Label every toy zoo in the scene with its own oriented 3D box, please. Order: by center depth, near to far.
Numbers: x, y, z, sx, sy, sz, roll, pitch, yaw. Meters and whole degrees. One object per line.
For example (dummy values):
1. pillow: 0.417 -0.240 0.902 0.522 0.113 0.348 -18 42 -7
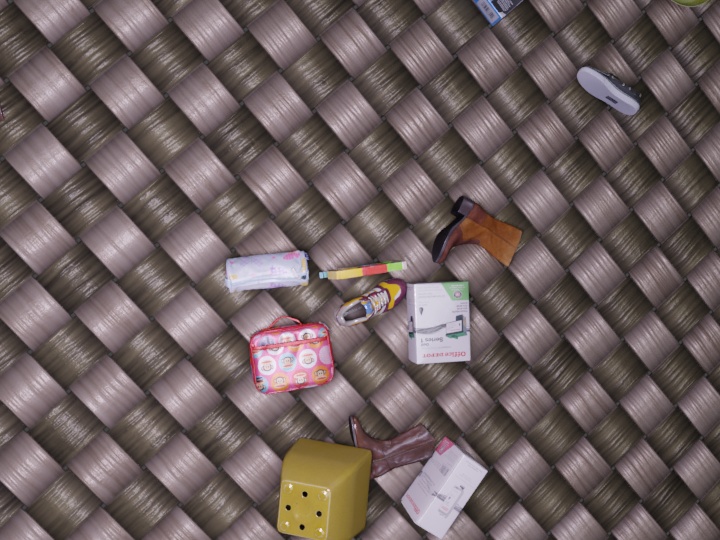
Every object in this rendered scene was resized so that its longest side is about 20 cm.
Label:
1. toy zoo: 0.000 0.000 1.537 0.199 0.131 0.021 -9 93 -11

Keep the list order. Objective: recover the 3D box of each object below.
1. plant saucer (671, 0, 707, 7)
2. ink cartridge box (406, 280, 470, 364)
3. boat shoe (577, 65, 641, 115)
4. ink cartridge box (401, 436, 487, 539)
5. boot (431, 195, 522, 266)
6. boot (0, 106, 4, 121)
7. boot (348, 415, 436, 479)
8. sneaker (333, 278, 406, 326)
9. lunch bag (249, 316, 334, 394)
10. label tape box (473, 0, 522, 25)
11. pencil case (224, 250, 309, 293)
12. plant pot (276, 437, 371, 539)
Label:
1. plant saucer: 0.879 -0.810 1.730 0.199 0.031 0.201 0 92 -10
2. ink cartridge box: 0.195 0.129 1.600 0.145 0.084 0.201 -3 91 -10
3. boat shoe: 0.656 -0.484 1.684 0.199 0.069 0.057 30 78 -15
4. ink cartridge box: 0.203 0.533 1.580 0.083 0.146 0.200 37 86 -11
5. boot: 0.297 -0.065 1.638 0.199 0.068 0.189 30 78 -17
6. boot: -0.901 -0.399 1.406 0.166 0.072 0.201 -23 94 -21
7. boot: 0.081 0.414 1.596 0.199 0.064 0.187 -19 108 -6
8. sneaker: 0.032 0.083 1.566 0.199 0.090 0.075 -29 96 -8
9. lunch bag: -0.167 0.197 1.541 0.199 0.082 0.177 -8 89 -12
10. label tape box: 0.373 -0.747 1.621 0.200 0.066 0.143 -42 98 -5
11. pencil case: -0.220 0.005 1.518 0.199 0.091 0.083 -5 132 -9
12. plant pot: -0.097 0.517 1.467 0.193 0.200 0.197 5 90 15
